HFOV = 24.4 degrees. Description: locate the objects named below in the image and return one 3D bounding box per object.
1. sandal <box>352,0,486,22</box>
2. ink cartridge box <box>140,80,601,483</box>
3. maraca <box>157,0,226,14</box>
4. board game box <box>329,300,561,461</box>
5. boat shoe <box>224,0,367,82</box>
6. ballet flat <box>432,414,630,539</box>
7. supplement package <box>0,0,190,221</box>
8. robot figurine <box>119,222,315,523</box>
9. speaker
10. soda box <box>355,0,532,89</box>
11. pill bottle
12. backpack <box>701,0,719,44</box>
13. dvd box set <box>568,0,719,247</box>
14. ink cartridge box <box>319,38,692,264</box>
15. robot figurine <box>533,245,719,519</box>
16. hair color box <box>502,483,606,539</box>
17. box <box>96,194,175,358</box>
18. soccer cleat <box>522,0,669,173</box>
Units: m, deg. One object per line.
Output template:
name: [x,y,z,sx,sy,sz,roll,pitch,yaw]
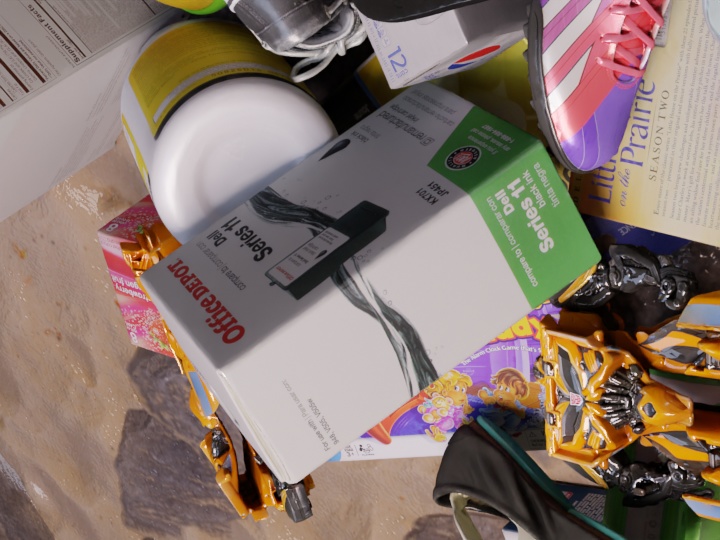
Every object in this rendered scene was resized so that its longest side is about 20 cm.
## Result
sandal: [0.074,-0.161,0.774,0.200,0.045,0.075,-14,85,28]
ink cartridge box: [0.000,0.000,0.874,0.083,0.200,0.147,59,170,-29]
maraca: [-0.094,-0.224,0.956,0.200,0.107,0.137,-26,86,63]
board game box: [0.044,0.046,0.997,0.200,0.045,0.135,-6,121,25]
boat shoe: [-0.028,-0.147,0.916,0.068,0.074,0.199,56,-175,-3]
ballet flat: [0.106,0.153,0.915,0.068,0.068,0.200,37,179,-37]
supplement package: [-0.250,-0.139,1.113,0.147,0.200,0.191,47,141,4]
robot figurine: [-0.086,0.068,1.045,0.145,0.058,0.200,-138,26,-71]
speaker: [0.179,0.139,0.953,0.088,0.088,0.200,13,100,37]
soda box: [0.018,-0.201,0.869,0.063,0.068,0.200,-26,86,47]
pill bottle: [-0.085,-0.088,1.008,0.200,0.112,0.112,-123,15,-62]
backpack: [0.236,-0.163,0.664,0.200,0.153,0.176,9,117,29]
dvd box set: [0.201,-0.079,0.818,0.200,0.029,0.147,16,107,35]
ink cartridge box: [0.080,-0.060,0.982,0.200,0.047,0.198,53,140,1]
robot figurine: [0.173,0.064,0.844,0.200,0.058,0.145,6,109,35]
hair color box: [0.197,0.201,1.064,0.200,0.061,0.100,2,121,44]
box: [-0.072,0.010,1.142,0.200,0.095,0.100,15,130,36]
soccer cleat: [0.127,-0.145,0.805,0.073,0.068,0.200,9,98,37]
